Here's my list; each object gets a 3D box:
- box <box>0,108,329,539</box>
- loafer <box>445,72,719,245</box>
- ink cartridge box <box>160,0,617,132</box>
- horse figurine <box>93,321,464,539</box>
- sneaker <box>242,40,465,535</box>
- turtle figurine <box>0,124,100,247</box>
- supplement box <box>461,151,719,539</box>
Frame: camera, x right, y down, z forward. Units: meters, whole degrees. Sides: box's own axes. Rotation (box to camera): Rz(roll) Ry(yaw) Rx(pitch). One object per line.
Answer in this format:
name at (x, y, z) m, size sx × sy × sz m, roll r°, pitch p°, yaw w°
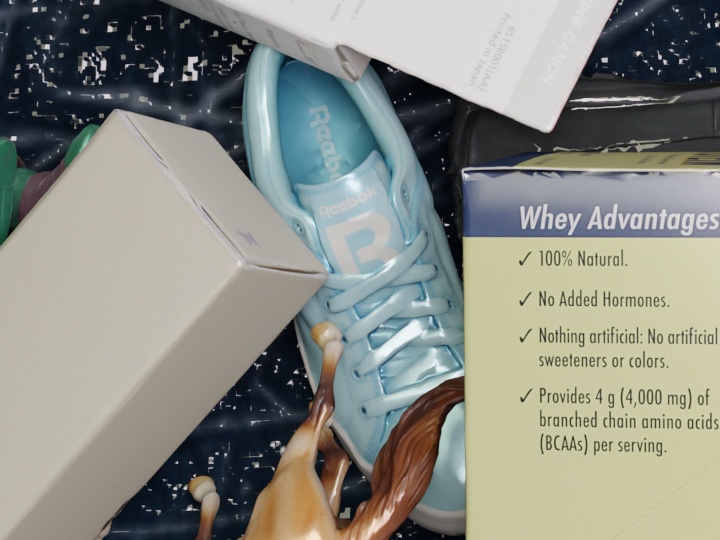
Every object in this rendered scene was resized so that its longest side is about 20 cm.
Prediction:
box at (-0.110, 0.043, 1.070) m, size 0.200 × 0.068 × 0.082 m, roll -47°, pitch 67°, yaw 16°
loafer at (0.129, -0.034, 1.080) m, size 0.199 × 0.068 × 0.071 m, roll 1°, pitch 87°, yaw 14°
ink cartridge box at (0.036, -0.160, 1.069) m, size 0.173 × 0.044 × 0.201 m, roll 24°, pitch 80°, yaw 17°
horse figurine at (-0.040, 0.103, 1.043) m, size 0.200 × 0.050 × 0.133 m, roll -37°, pitch 35°, yaw 29°
sneaker at (0.000, 0.000, 1.085) m, size 0.074 × 0.082 × 0.201 m, roll -27°, pitch 71°, yaw 4°
turtle figurine at (-0.195, -0.045, 1.131) m, size 0.199 × 0.101 × 0.150 m, roll 14°, pitch 33°, yaw 30°
supplement box at (0.139, 0.062, 0.983) m, size 0.199 × 0.134 × 0.201 m, roll 0°, pitch 94°, yaw 11°
